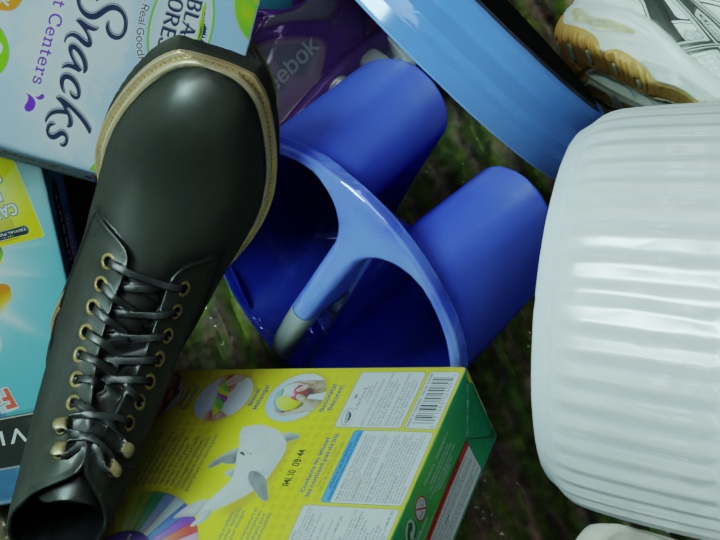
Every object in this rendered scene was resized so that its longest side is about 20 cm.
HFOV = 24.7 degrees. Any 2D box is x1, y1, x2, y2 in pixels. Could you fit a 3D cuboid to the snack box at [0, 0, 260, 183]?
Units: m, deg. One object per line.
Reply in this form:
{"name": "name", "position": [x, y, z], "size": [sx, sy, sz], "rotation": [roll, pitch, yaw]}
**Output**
{"name": "snack box", "position": [-0.146, -0.122, 0.710], "size": [0.198, 0.053, 0.144], "rotation": [16, 86, -16]}

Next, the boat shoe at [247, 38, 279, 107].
{"name": "boat shoe", "position": [-0.114, -0.139, 0.771], "size": [0.073, 0.063, 0.201], "rotation": [-41, 95, -12]}

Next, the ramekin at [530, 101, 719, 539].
{"name": "ramekin", "position": [0.144, 0.020, 0.726], "size": [0.104, 0.201, 0.202], "rotation": [6, 66, 19]}

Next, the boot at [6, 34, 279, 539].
{"name": "boot", "position": [-0.088, 0.021, 0.655], "size": [0.077, 0.201, 0.139], "rotation": [16, 45, -7]}

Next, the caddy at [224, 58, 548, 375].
{"name": "caddy", "position": [0.000, 0.000, 0.750], "size": [0.105, 0.200, 0.141], "rotation": [-40, 82, -23]}

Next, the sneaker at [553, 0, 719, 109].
{"name": "sneaker", "position": [0.197, -0.101, 0.832], "size": [0.199, 0.076, 0.088], "rotation": [35, 78, 19]}

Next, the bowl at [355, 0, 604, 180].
{"name": "bowl", "position": [0.042, -0.128, 0.797], "size": [0.039, 0.200, 0.201], "rotation": [-45, 67, 13]}

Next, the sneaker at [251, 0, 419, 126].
{"name": "sneaker", "position": [-0.062, -0.086, 0.842], "size": [0.200, 0.080, 0.089], "rotation": [-41, 100, -16]}

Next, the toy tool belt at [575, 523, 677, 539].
{"name": "toy tool belt", "position": [0.167, 0.196, 0.699], "size": [0.198, 0.124, 0.125], "rotation": [18, 32, 9]}

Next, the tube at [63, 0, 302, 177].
{"name": "tube", "position": [-0.092, -0.130, 0.902], "size": [0.199, 0.050, 0.078], "rotation": [-31, 56, 1]}

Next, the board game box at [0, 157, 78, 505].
{"name": "board game box", "position": [-0.207, 0.015, 0.783], "size": [0.149, 0.047, 0.203], "rotation": [-10, 104, 2]}

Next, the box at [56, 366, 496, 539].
{"name": "box", "position": [-0.053, 0.097, 0.702], "size": [0.198, 0.049, 0.118], "rotation": [-1, 42, 31]}
